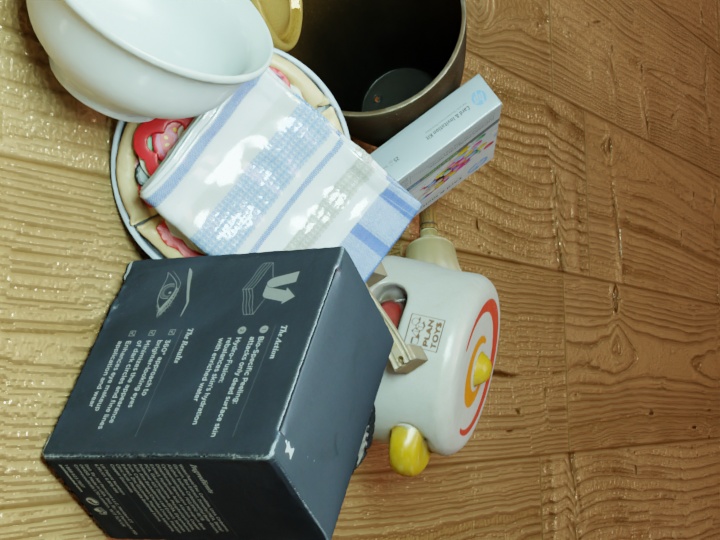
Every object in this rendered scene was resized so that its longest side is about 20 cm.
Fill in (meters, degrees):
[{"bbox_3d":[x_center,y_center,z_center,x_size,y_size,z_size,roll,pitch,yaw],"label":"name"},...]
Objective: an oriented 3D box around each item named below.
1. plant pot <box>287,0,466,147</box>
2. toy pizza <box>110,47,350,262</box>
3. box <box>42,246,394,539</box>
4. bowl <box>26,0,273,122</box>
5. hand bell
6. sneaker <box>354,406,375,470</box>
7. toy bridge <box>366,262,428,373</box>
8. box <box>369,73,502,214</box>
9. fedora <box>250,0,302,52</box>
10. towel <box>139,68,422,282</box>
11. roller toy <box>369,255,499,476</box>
[{"bbox_3d":[0.026,-0.197,1.590,0.200,0.185,0.188,59,35,-68],"label":"plant pot"},{"bbox_3d":[-0.100,-0.084,1.296,0.032,0.199,0.202,-159,-120,-74],"label":"toy pizza"},{"bbox_3d":[-0.103,0.095,1.228,0.118,0.199,0.197,61,36,-41],"label":"box"},{"bbox_3d":[-0.171,-0.175,1.205,0.200,0.091,0.202,26,30,-16],"label":"bowl"},{"bbox_3d":[0.075,-0.052,1.769,0.104,0.103,0.201,48,33,-52],"label":"hand bell"},{"bbox_3d":[-0.029,0.103,1.459,0.078,0.079,0.201,-51,153,-53],"label":"sneaker"},{"bbox_3d":[0.000,0.000,1.496,0.067,0.027,0.201,14,49,-64],"label":"toy bridge"},{"bbox_3d":[0.064,-0.105,1.587,0.041,0.156,0.200,53,-5,9],"label":"box"},{"bbox_3d":[-0.105,-0.238,1.400,0.200,0.081,0.202,18,70,-62],"label":"fedora"},{"bbox_3d":[-0.060,-0.057,1.283,0.200,0.024,0.147,40,85,-20],"label":"towel"},{"bbox_3d":[0.061,0.086,1.591,0.200,0.139,0.184,-48,146,-57],"label":"roller toy"}]
